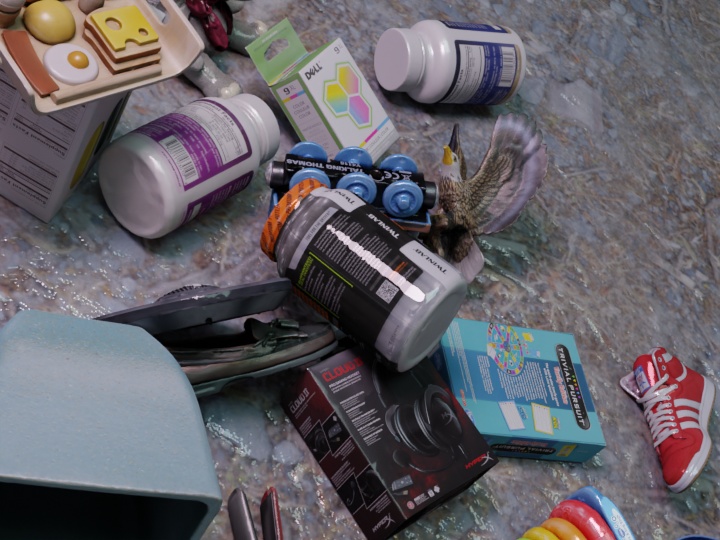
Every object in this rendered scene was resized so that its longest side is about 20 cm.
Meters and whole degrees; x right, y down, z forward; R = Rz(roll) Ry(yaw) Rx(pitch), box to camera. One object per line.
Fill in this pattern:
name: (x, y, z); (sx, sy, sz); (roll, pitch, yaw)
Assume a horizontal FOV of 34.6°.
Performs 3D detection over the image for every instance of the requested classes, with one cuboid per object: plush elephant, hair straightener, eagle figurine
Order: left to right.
plush elephant: (-0.186, -0.331, 1.392); (0.199, 0.155, 0.165); (33, 45, -6)
hair straightener: (-0.103, 0.292, 1.042); (0.076, 0.041, 0.202); (8, 57, -27)
eagle figurine: (0.128, -0.098, 1.410); (0.151, 0.152, 0.200); (36, 51, 13)

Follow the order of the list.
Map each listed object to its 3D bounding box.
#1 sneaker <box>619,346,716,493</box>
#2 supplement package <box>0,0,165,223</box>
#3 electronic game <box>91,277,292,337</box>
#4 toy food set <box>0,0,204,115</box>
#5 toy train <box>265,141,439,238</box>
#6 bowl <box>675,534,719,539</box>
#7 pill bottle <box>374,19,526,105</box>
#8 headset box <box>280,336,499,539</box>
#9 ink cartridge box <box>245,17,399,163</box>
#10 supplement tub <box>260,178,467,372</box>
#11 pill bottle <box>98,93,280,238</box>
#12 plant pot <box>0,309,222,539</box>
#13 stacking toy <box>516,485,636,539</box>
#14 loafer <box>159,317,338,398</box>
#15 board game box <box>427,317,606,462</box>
sneaker: (0.369, 0.174, 1.406); (0.112, 0.071, 0.201); (38, 37, -6)
supplement package: (-0.319, -0.190, 1.164); (0.150, 0.200, 0.153); (31, 45, -7)
electronic game: (-0.162, 0.035, 1.098); (0.198, 0.199, 0.042); (-11, 87, -37)
toy food set: (-0.255, -0.231, 1.050); (0.199, 0.061, 0.144); (-26, 73, -41)
toy train: (-0.013, -0.075, 1.303); (0.197, 0.115, 0.087); (7, 35, -10)
bowl: (0.390, 0.393, 1.268); (0.199, 0.039, 0.202); (18, 48, -20)
pill bottle: (0.121, -0.285, 1.583); (0.198, 0.111, 0.112); (-3, 58, -34)
headset box: (0.025, 0.158, 1.196); (0.148, 0.077, 0.201); (-20, 70, -41)
ink cartridge box: (-0.044, -0.214, 1.407); (0.201, 0.059, 0.104); (58, 42, -15)
supplement tub: (0.000, 0.000, 1.182); (0.199, 0.123, 0.122); (38, 43, 17)
pill bottle: (-0.180, -0.123, 1.263); (0.112, 0.112, 0.200); (46, 45, 8)
plant pot: (-0.243, 0.148, 0.959); (0.194, 0.197, 0.201); (11, 44, -25)
stacking toy: (0.176, 0.308, 1.169); (0.198, 0.110, 0.117); (-15, 67, -27)
loafer: (-0.115, 0.076, 1.142); (0.198, 0.072, 0.064); (-17, 98, -24)
board game box: (0.173, 0.137, 1.327); (0.198, 0.047, 0.152); (10, 51, -27)
